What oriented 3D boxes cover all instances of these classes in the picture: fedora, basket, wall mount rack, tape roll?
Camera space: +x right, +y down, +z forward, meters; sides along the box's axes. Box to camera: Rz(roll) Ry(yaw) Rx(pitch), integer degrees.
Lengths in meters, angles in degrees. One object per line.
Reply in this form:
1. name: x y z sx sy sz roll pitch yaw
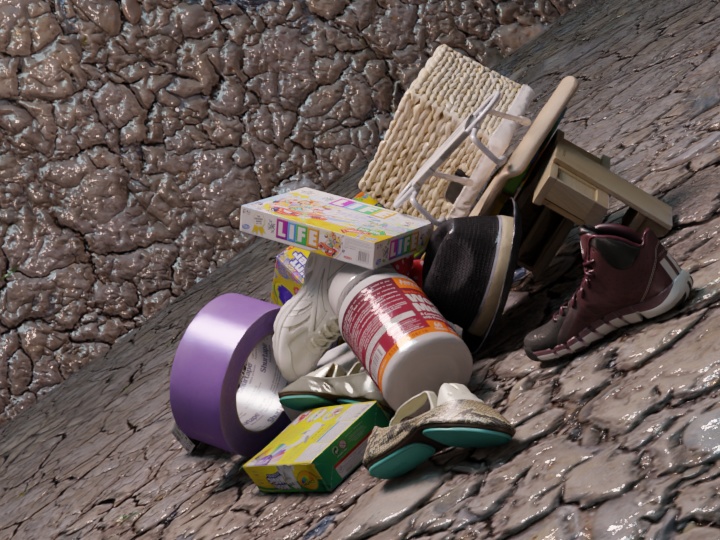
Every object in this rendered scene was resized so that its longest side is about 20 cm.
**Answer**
1. fedora: 0.124 0.000 1.641 0.201 0.091 0.201 -167 90 -85
2. basket: 0.121 -0.179 1.941 0.198 0.161 0.200 -61 -1 36
3. wall mount rack: 0.133 -0.138 1.696 0.200 0.075 0.174 -46 6 29
4. tape roll: -0.154 0.136 1.793 0.085 0.201 0.200 14 38 30

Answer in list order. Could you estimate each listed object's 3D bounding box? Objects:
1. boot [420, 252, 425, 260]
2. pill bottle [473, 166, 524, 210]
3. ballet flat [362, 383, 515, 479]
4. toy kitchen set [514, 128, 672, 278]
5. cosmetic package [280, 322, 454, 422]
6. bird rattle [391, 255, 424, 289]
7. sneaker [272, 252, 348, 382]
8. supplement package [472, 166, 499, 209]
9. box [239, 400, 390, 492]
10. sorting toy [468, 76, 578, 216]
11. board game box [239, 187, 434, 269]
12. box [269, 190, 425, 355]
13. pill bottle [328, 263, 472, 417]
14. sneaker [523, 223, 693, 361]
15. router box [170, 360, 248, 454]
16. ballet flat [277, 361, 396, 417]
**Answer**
1. boot: 0.111 0.002 1.888 0.200 0.073 0.155 -57 0 18
2. pill bottle: 0.227 -0.094 1.953 0.111 0.111 0.200 -29 11 23
3. ballet flat: 0.075 0.154 1.387 0.200 0.068 0.076 -26 50 44
4. toy kitchen set: 0.265 -0.039 1.686 0.181 0.163 0.200 -60 1 24
5. cosmetic package: 0.010 0.125 1.788 0.200 0.052 0.151 -26 14 34
6. bird rattle: 0.000 0.000 1.784 0.112 0.164 0.200 -10 -15 -35
7. sneaker: -0.040 0.053 1.715 0.099 0.078 0.201 24 95 39
8. supplement package: 0.153 -0.087 2.148 0.114 0.110 0.200 -24 14 40
9. box: -0.058 0.211 1.623 0.117 0.048 0.200 -40 14 -29
10. sorting toy: 0.201 -0.131 1.733 0.185 0.036 0.200 -55 -2 -30
11. board game box: -0.029 -0.054 1.684 0.200 0.034 0.134 16 21 31
12. box: -0.020 0.010 2.004 0.192 0.122 0.200 -38 -15 -22
13. pill bottle: 0.040 0.071 1.582 0.109 0.110 0.200 -34 39 -3
14. sneaker: 0.238 0.012 1.438 0.200 0.116 0.076 -28 12 28
15. router box: -0.194 0.184 1.985 0.149 0.051 0.200 -39 -6 -22
16. ballet flat: -0.020 0.143 1.682 0.200 0.067 0.064 -2 63 46
